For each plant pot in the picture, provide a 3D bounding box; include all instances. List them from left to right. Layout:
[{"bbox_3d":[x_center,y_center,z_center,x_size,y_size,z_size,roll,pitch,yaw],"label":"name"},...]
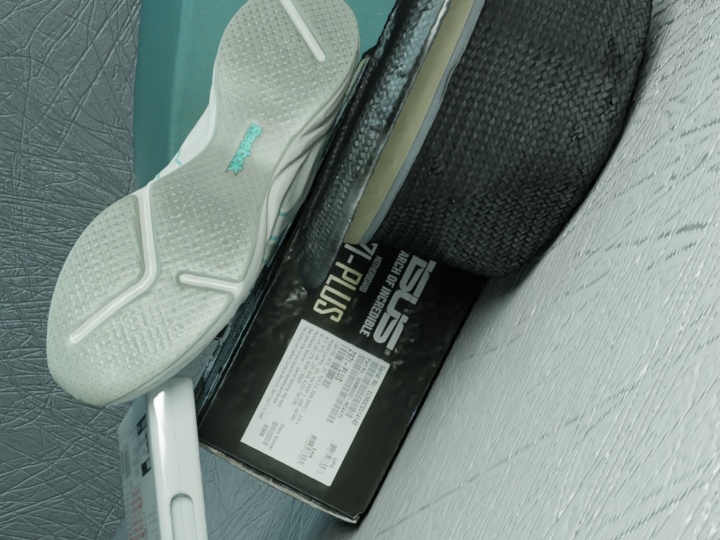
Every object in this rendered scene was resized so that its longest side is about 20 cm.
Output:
[{"bbox_3d":[-0.052,-0.076,1.000,0.141,0.140,0.202,-155,73,-72],"label":"plant pot"}]

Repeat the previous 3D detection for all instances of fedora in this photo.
[{"bbox_3d":[0.050,-0.070,0.688,0.201,0.091,0.202,-156,90,-86],"label":"fedora"}]

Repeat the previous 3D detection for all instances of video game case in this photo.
[{"bbox_3d":[-0.084,0.149,0.816,0.200,0.023,0.184,138,127,-75],"label":"video game case"}]

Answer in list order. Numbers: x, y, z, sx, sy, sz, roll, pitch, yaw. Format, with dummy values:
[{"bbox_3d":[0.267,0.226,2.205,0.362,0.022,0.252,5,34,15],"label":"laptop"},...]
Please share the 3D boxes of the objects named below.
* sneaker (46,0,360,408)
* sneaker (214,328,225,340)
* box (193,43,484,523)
[{"bbox_3d":[-0.058,-0.022,0.763,0.201,0.070,0.080,-57,-13,-20],"label":"sneaker"},{"bbox_3d":[-0.094,-0.055,1.096,0.080,0.086,0.202,-16,64,43],"label":"sneaker"},{"bbox_3d":[0.000,0.000,0.863,0.201,0.086,0.164,-63,6,0],"label":"box"}]
